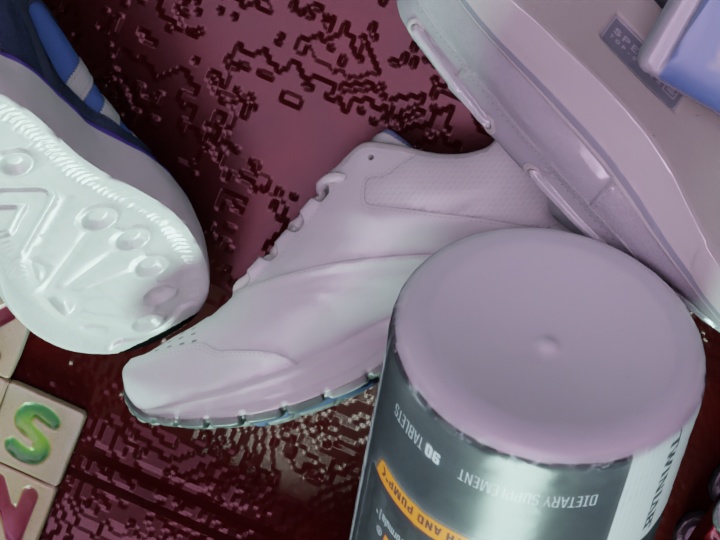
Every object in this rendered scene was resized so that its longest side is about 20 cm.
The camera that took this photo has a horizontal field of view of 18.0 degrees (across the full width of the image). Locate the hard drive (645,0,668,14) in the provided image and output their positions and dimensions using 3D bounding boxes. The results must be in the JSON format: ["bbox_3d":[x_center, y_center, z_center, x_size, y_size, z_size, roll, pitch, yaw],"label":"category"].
[{"bbox_3d":[0.113,-0.103,0.791,0.200,0.033,0.140,40,131,-5],"label":"hard drive"}]

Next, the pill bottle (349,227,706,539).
[{"bbox_3d":[0.050,0.089,0.802,0.106,0.106,0.200,14,136,5],"label":"pill bottle"}]

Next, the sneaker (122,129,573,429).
[{"bbox_3d":[0.000,0.000,0.847,0.199,0.075,0.087,-24,89,1],"label":"sneaker"}]

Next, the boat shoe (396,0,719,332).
[{"bbox_3d":[0.090,-0.039,0.785,0.200,0.072,0.068,43,143,-10],"label":"boat shoe"}]

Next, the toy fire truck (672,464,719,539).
[{"bbox_3d":[0.188,0.124,0.850,0.141,0.049,0.200,33,102,0],"label":"toy fire truck"}]

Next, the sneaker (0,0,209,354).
[{"bbox_3d":[-0.127,-0.070,0.833,0.080,0.200,0.147,-26,57,9],"label":"sneaker"}]

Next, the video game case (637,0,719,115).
[{"bbox_3d":[0.215,-0.108,0.725,0.182,0.022,0.200,29,102,-2],"label":"video game case"}]

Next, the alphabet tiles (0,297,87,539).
[{"bbox_3d":[-0.209,0.084,0.916,0.166,0.006,0.201,23,103,2],"label":"alphabet tiles"}]
